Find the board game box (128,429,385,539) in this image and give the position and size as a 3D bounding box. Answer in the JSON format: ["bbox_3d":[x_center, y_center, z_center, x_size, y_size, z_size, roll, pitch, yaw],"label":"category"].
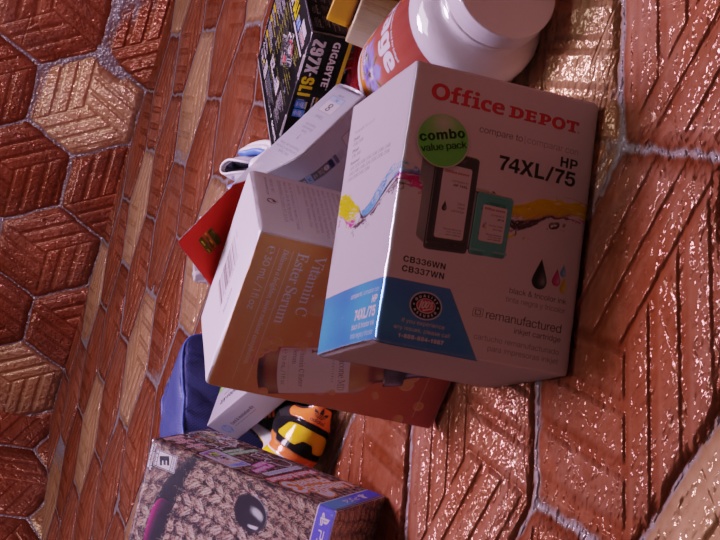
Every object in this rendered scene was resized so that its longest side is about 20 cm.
[{"bbox_3d":[-0.101,0.253,1.363,0.097,0.200,0.160,0,-75,-63],"label":"board game box"}]

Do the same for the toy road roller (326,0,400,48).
[{"bbox_3d":[0.060,-0.300,1.378,0.146,0.123,0.200,-76,8,-54],"label":"toy road roller"}]

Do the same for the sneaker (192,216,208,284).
[{"bbox_3d":[-0.113,-0.027,1.519,0.200,0.115,0.074,127,155,-56],"label":"sneaker"}]

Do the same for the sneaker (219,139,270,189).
[{"bbox_3d":[-0.089,-0.109,1.678,0.200,0.146,0.081,-172,94,-73],"label":"sneaker"}]

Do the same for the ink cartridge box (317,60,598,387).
[{"bbox_3d":[0.069,-0.028,1.100,0.146,0.146,0.200,157,123,-71],"label":"ink cartridge box"}]

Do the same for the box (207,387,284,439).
[{"bbox_3d":[-0.087,0.066,1.613,0.156,0.041,0.200,-41,26,47],"label":"box"}]

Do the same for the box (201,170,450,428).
[{"bbox_3d":[-0.016,0.025,1.250,0.106,0.200,0.152,-105,31,-59],"label":"box"}]

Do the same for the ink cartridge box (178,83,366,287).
[{"bbox_3d":[-0.041,-0.038,1.308,0.200,0.160,0.047,-46,42,-13],"label":"ink cartridge box"}]

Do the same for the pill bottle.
[{"bbox_3d":[0.079,-0.191,1.238,0.200,0.112,0.112,141,138,-65],"label":"pill bottle"}]

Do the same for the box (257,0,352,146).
[{"bbox_3d":[-0.061,-0.231,1.570,0.200,0.049,0.160,-102,27,-49],"label":"box"}]

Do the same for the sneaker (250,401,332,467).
[{"bbox_3d":[-0.068,0.153,1.601,0.090,0.070,0.200,-58,17,4],"label":"sneaker"}]

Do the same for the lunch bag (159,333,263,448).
[{"bbox_3d":[-0.163,0.178,1.749,0.200,0.136,0.132,-94,23,-43],"label":"lunch bag"}]

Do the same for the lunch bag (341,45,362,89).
[{"bbox_3d":[-0.002,-0.215,1.595,0.200,0.082,0.177,156,120,-71],"label":"lunch bag"}]
